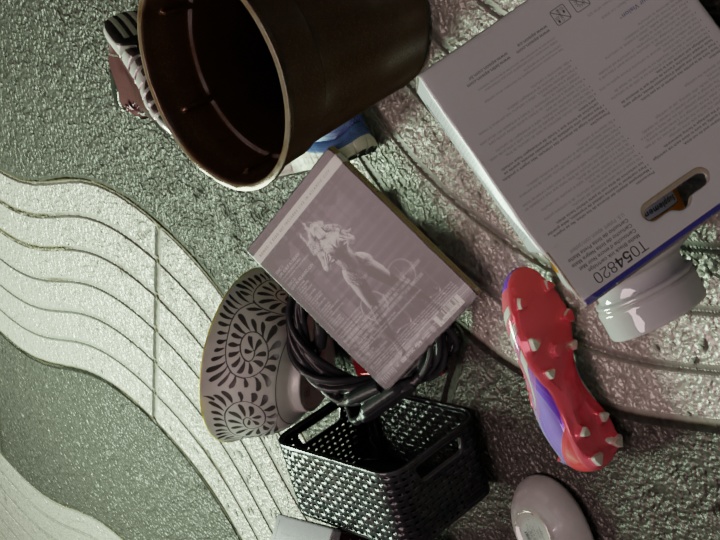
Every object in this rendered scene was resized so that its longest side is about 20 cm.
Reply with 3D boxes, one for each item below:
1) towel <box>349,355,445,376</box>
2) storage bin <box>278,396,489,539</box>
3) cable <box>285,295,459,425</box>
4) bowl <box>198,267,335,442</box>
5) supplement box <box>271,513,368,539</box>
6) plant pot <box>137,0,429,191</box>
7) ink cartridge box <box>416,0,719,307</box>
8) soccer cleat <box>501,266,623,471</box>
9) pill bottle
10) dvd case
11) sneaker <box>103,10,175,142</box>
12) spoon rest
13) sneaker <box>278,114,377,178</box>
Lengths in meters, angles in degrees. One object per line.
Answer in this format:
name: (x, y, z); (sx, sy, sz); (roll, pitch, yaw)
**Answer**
towel: (0.010, 0.024, 1.270); (0.144, 0.022, 0.202); (-6, 108, 52)
storage bin: (0.024, 0.207, 1.280); (0.199, 0.135, 0.095); (7, 119, 49)
cable: (0.012, 0.055, 1.217); (0.200, 0.051, 0.164); (-40, 80, 33)
bowl: (-0.088, 0.103, 1.325); (0.093, 0.201, 0.202); (11, 125, 24)
supplement box: (0.005, 0.330, 1.349); (0.108, 0.199, 0.061); (0, 72, 51)
plant pot: (-0.056, -0.199, 1.043); (0.200, 0.197, 0.202); (31, 136, 36)
ink cartridge box: (0.173, -0.107, 0.836); (0.201, 0.199, 0.041); (56, 176, 9)
soccer cleat: (0.169, 0.093, 1.087); (0.076, 0.066, 0.201); (-14, 105, 58)
pill bottle: (0.185, -0.053, 0.921); (0.111, 0.111, 0.201); (-25, 94, 55)
dvd case: (0.000, 0.000, 1.158); (0.200, 0.016, 0.149); (44, 120, 4)
sneaker: (-0.234, -0.197, 1.385); (0.201, 0.075, 0.116); (57, 151, 23)
spoon rest: (0.210, 0.301, 1.197); (0.099, 0.060, 0.202); (-34, 73, 54)
sneaker: (-0.067, -0.144, 1.213); (0.199, 0.078, 0.090); (-8, 101, 44)
